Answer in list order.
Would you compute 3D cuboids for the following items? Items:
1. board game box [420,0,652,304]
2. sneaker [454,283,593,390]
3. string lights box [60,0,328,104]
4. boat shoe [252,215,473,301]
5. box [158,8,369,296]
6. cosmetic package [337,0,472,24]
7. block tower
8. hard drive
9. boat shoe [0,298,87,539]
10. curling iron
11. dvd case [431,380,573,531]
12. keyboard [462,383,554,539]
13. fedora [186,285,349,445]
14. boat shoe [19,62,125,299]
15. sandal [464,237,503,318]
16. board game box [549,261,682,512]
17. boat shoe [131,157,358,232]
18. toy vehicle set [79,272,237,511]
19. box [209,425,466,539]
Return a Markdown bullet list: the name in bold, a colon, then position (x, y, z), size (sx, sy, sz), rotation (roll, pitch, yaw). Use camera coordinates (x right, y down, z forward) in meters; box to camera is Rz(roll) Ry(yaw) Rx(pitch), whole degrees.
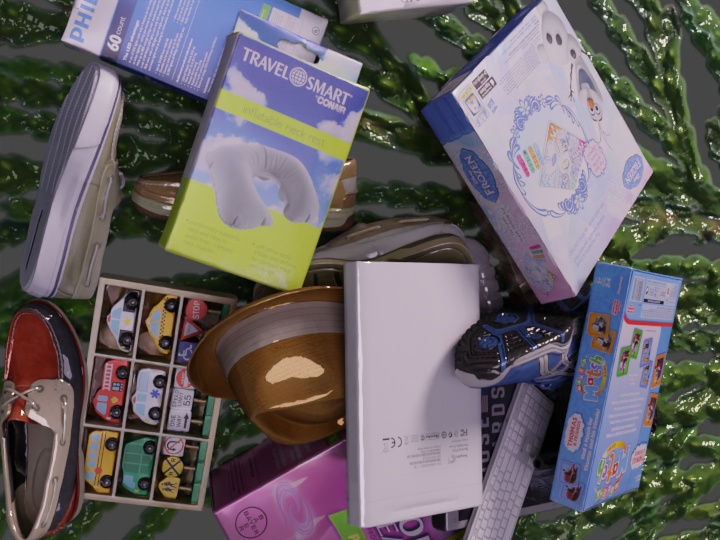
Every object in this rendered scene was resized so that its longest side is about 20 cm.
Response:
- **board game box**: position (0.164, -0.112, 0.791), size (0.200, 0.043, 0.200), rotation (55, 50, -14)
- **sneaker**: position (0.155, 0.071, 0.769), size (0.198, 0.075, 0.079), rotation (-16, 115, -41)
- **string lights box**: position (-0.138, -0.200, 0.756), size (0.197, 0.059, 0.104), rotation (21, 94, -14)
- **boat shoe**: position (0.000, 0.000, 0.813), size (0.196, 0.069, 0.076), rotation (-11, 122, -1)
- **box**: position (-0.074, -0.095, 0.727), size (0.120, 0.048, 0.203), rotation (19, 91, -22)
- **cosmetic package**: position (0.027, -0.319, 0.759), size (0.106, 0.085, 0.204), rotation (-10, 100, -11)
- **block tower**: position (0.155, -0.021, 0.851), size (0.057, 0.054, 0.202), rotation (-28, 103, -5)
- **hard drive**: position (0.045, 0.096, 0.734), size (0.130, 0.026, 0.204), rotation (1, 87, -36)
- **boat shoe**: position (-0.277, 0.127, 0.766), size (0.070, 0.062, 0.204), rotation (-1, 93, 16)
- **curling iron**: position (0.229, 0.162, 0.869), size (0.198, 0.025, 0.051), rotation (-9, 105, -40)
- **dvd case**: position (0.144, 0.151, 0.836), size (0.197, 0.025, 0.154), rotation (1, 87, -39)
- **keyboard**: position (0.128, 0.199, 0.799), size (0.056, 0.011, 0.203), rotation (36, 67, -31)
- **fedora**: position (-0.047, 0.091, 0.761), size (0.197, 0.202, 0.083), rotation (-14, 58, -9)
- **boat shoe**: position (-0.234, -0.072, 0.762), size (0.061, 0.072, 0.203), rotation (13, 101, -38)
- **sandal**: position (0.105, 0.072, 0.862), size (0.081, 0.050, 0.207), rotation (-1, 88, -27)
- **board game box**: position (0.229, 0.100, 0.793), size (0.150, 0.036, 0.204), rotation (6, 95, -55)
- **boat shoe**: position (-0.097, -0.080, 0.777), size (0.196, 0.072, 0.078), rotation (0, 113, -22)
- **toy vehicle set**: position (-0.188, 0.112, 0.814), size (0.122, 0.027, 0.204), rotation (8, 97, -13)
- **box**: position (-0.014, 0.230, 0.835), size (0.198, 0.097, 0.178), rotation (-27, 104, -7)
